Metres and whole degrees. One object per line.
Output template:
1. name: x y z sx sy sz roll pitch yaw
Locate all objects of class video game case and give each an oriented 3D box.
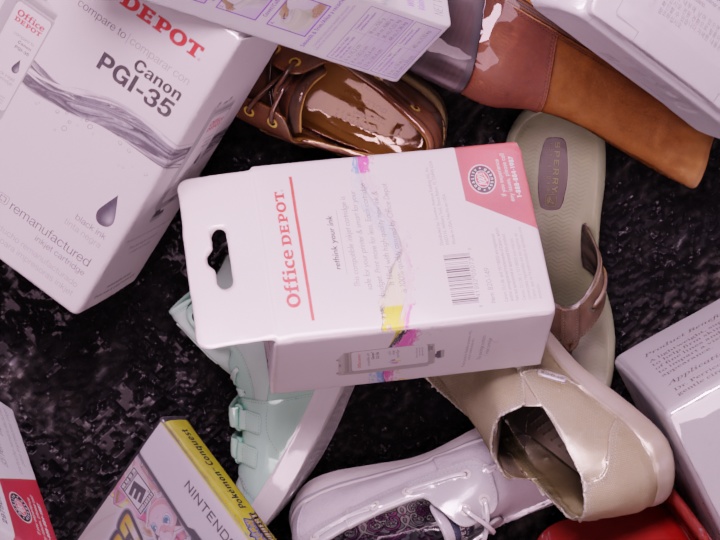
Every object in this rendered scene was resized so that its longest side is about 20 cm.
1. video game case: -0.118 0.222 1.242 0.181 0.025 0.200 49 116 29

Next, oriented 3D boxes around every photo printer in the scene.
1. photo printer: 0.201 -0.196 1.143 0.166 0.069 0.200 30 86 -35

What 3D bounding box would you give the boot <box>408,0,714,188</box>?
1. boot: 0.145 -0.167 1.192 0.200 0.068 0.189 19 82 -15

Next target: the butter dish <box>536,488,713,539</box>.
1. butter dish: 0.147 0.231 1.226 0.147 0.200 0.200 -12 105 -4

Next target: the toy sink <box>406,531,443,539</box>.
1. toy sink: 0.032 0.282 1.281 0.112 0.130 0.200 -13 104 2

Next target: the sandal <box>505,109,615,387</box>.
1. sandal: 0.115 -0.002 1.241 0.080 0.057 0.201 -4 105 0

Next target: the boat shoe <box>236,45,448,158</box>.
1. boat shoe: -0.040 -0.112 1.203 0.200 0.068 0.072 23 104 -7

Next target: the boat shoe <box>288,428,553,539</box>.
1. boat shoe: 0.053 0.144 1.257 0.199 0.069 0.072 -10 123 3

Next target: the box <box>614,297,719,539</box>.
1. box: 0.292 0.103 1.228 0.199 0.131 0.200 -29 105 1

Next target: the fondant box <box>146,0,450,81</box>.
1. fondant box: -0.053 -0.199 1.105 0.200 0.145 0.058 14 143 -29

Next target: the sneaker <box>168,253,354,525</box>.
1. sneaker: -0.070 0.070 1.258 0.118 0.074 0.201 28 112 7

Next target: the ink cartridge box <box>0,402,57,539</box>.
1. ink cartridge box: -0.277 0.107 1.176 0.083 0.146 0.200 -38 135 9

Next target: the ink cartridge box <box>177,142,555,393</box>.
1. ink cartridge box: 0.000 0.000 1.166 0.199 0.117 0.068 -5 151 -7

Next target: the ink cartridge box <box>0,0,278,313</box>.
1. ink cartridge box: -0.155 -0.101 1.163 0.146 0.083 0.200 36 114 7

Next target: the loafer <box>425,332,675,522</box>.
1. loafer: 0.094 0.079 1.207 0.068 0.200 0.076 -25 135 -36
